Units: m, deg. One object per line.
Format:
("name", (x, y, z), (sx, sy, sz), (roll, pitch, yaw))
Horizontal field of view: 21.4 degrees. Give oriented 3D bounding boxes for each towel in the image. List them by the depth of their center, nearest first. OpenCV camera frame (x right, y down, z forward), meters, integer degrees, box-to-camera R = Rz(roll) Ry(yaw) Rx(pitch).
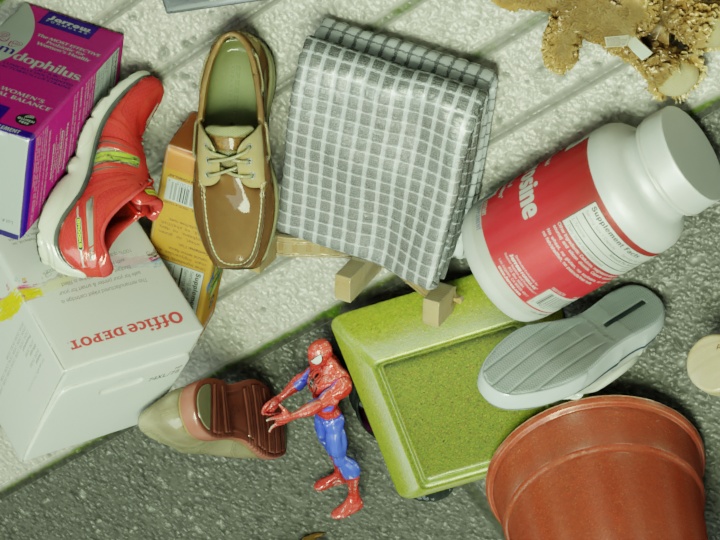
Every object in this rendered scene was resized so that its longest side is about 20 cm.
("towel", (0.018, -0.092, 1.593), (0.164, 0.086, 0.201), (16, 125, 10))

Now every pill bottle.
("pill bottle", (0.189, -0.048, 1.543), (0.199, 0.112, 0.112), (-31, 107, 32))

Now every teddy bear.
("teddy bear", (0.197, -0.209, 1.478), (0.198, 0.067, 0.146), (15, 134, 2))

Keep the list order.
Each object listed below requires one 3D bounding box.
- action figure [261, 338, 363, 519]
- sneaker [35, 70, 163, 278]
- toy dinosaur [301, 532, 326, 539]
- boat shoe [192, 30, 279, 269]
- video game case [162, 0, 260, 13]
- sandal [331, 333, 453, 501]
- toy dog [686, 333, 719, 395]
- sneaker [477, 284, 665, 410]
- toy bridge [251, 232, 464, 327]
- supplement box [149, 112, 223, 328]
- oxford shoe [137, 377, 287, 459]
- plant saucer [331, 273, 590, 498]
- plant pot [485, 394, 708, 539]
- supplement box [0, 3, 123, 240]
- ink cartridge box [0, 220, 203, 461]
("action figure", (-0.051, 0.148, 1.745), (0.098, 0.065, 0.201), (-19, 131, -20))
("sneaker", (-0.203, -0.076, 1.620), (0.084, 0.201, 0.077), (19, 154, 7))
("toy dinosaur", (-0.066, 0.316, 1.895), (0.198, 0.061, 0.107), (6, 124, 16))
("boat shoe", (-0.109, -0.102, 1.579), (0.075, 0.074, 0.202), (-3, 83, 6))
("video game case", (-0.122, -0.311, 1.547), (0.142, 0.019, 0.201), (-4, 118, 22))
("sandal", (0.033, 0.134, 1.752), (0.075, 0.048, 0.201), (-17, 114, 27))
("toy dog", (0.370, 0.067, 1.566), (0.198, 0.132, 0.097), (9, 85, 9))
("sneaker", (0.176, 0.080, 1.588), (0.073, 0.199, 0.071), (46, 141, 32))
("toy bridge", (0.000, 0.000, 1.665), (0.199, 0.067, 0.027), (16, 125, 23))
("supplement box", (-0.150, -0.035, 1.701), (0.068, 0.067, 0.201), (20, 126, 4))
("oxford shoe", (-0.131, 0.137, 1.744), (0.074, 0.071, 0.200), (-14, 160, 22))
("plant saucer", (0.096, 0.108, 1.682), (0.198, 0.048, 0.201), (-17, 115, 10))
("plant pot", (0.218, 0.247, 1.629), (0.199, 0.196, 0.202), (-3, 132, -4))
("supplement box", (-0.285, -0.129, 1.607), (0.100, 0.200, 0.104), (18, 124, 7))
("ink cartridge box", (-0.263, 0.032, 1.672), (0.201, 0.146, 0.146), (57, 139, 22))
